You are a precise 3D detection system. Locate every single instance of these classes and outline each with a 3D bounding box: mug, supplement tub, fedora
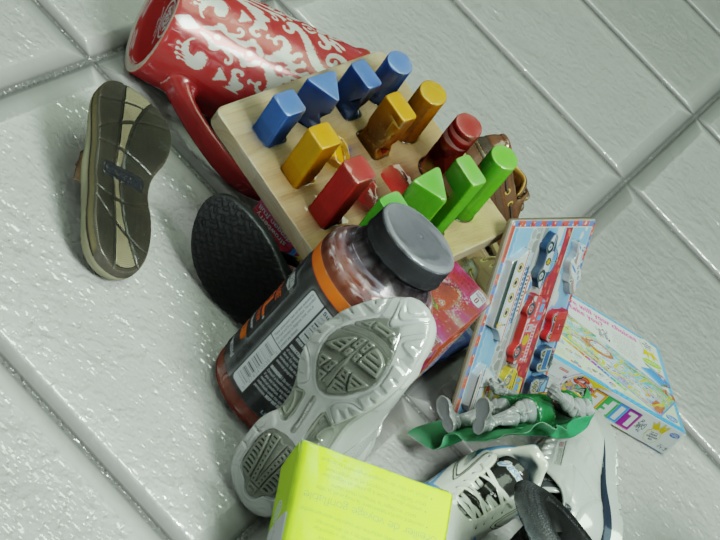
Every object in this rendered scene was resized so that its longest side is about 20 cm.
[{"bbox_3d":[-0.101,-0.174,1.811,0.199,0.134,0.178,27,29,-24],"label":"mug"},{"bbox_3d":[-0.016,0.039,1.545,0.107,0.200,0.107,34,27,-20],"label":"supplement tub"},{"bbox_3d":[0.150,0.262,1.559,0.201,0.091,0.201,54,9,-13],"label":"fedora"}]

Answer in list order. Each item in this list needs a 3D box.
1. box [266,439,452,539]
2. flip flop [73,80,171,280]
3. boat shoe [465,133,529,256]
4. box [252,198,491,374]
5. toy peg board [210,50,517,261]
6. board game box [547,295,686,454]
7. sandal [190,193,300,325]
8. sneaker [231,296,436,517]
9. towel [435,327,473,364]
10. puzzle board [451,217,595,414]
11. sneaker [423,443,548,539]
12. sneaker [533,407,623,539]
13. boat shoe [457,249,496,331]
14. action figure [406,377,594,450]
[{"bbox_3d":[-0.010,0.227,1.375,0.121,0.048,0.201,20,53,-11],"label":"box"},{"bbox_3d":[-0.201,-0.072,1.613,0.081,0.057,0.201,31,44,-34],"label":"flip flop"},{"bbox_3d":[0.137,-0.071,1.986,0.072,0.067,0.200,62,0,28],"label":"boat shoe"},{"bbox_3d":[0.000,0.000,1.711,0.200,0.100,0.095,48,48,6],"label":"box"},{"bbox_3d":[0.019,-0.100,1.658,0.199,0.098,0.200,-24,73,-40],"label":"toy peg board"},{"bbox_3d":[0.232,0.088,2.009,0.199,0.034,0.135,30,30,-26],"label":"board game box"},{"bbox_3d":[-0.067,0.024,1.643,0.201,0.075,0.045,52,26,-2],"label":"sandal"},{"bbox_3d":[-0.010,0.098,1.489,0.078,0.200,0.099,49,16,23],"label":"sneaker"},{"bbox_3d":[0.014,0.007,1.830,0.200,0.024,0.147,50,27,9],"label":"towel"},{"bbox_3d":[0.145,0.050,1.776,0.017,0.202,0.150,23,15,31],"label":"puzzle board"},{"bbox_3d":[0.093,0.185,1.636,0.072,0.072,0.200,50,28,8],"label":"sneaker"},{"bbox_3d":[0.178,0.177,1.772,0.080,0.077,0.201,23,31,-19],"label":"sneaker"},{"bbox_3d":[0.132,0.025,1.920,0.074,0.066,0.201,20,35,-39],"label":"boat shoe"},{"bbox_3d":[0.143,0.121,1.723,0.199,0.117,0.055,-1,92,-54],"label":"action figure"}]
